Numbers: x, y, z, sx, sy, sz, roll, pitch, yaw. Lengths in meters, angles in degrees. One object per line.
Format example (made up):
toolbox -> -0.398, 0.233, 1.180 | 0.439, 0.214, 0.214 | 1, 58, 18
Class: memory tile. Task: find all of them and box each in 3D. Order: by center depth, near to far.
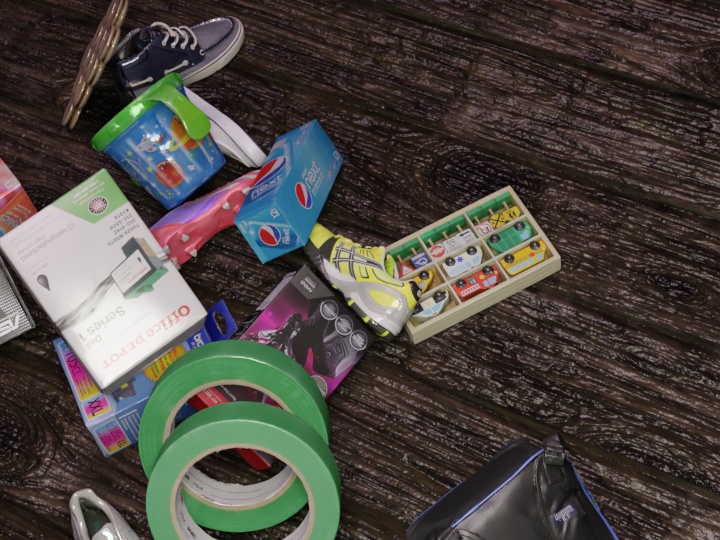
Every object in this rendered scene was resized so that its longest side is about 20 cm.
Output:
memory tile -> -0.344, -0.289, 1.851 | 0.017, 0.200, 0.154 | 23, 52, -19

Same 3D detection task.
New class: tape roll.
tape roll -> -0.119, 0.236, 1.443 | 0.199, 0.202, 0.048 | -8, 17, 5
tape roll -> -0.132, 0.176, 1.480 | 0.199, 0.202, 0.048 | -9, 19, 4

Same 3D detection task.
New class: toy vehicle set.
toy vehicle set -> 0.122, -0.009, 1.661 | 0.199, 0.027, 0.125 | -27, 56, -8

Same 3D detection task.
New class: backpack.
backpack -> 0.161, 0.286, 1.370 | 0.183, 0.147, 0.200 | -38, 99, -13

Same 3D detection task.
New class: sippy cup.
sippy cup -> -0.241, -0.153, 1.735 | 0.139, 0.178, 0.131 | -38, 98, 4

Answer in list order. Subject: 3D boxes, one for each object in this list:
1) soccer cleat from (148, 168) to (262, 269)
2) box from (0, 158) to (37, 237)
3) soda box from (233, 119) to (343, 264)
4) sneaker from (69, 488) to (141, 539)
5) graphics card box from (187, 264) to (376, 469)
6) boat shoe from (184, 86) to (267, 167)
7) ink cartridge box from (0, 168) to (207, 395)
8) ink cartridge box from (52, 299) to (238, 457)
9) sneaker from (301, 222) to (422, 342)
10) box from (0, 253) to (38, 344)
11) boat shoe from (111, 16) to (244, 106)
soccer cleat -> -0.183, -0.075, 1.743 | 0.199, 0.067, 0.076 | -35, 46, -13
box -> -0.507, -0.114, 1.805 | 0.102, 0.095, 0.200 | -35, 57, -12
soda box -> -0.084, -0.098, 1.681 | 0.064, 0.068, 0.200 | -23, 26, 27
sneaker -> -0.254, 0.313, 1.482 | 0.070, 0.080, 0.200 | -36, 59, -17
graphics card box -> -0.090, 0.107, 1.569 | 0.126, 0.051, 0.200 | 46, 67, -12
boat shoe -> -0.202, -0.177, 1.816 | 0.200, 0.074, 0.065 | 36, 84, 32
ink cartridge box -> -0.280, 0.015, 1.539 | 0.146, 0.084, 0.200 | -36, 88, -13
ink cartridge box -> -0.236, 0.105, 1.622 | 0.199, 0.077, 0.137 | -25, 56, -9
sneaker -> 0.000, 0.000, 1.636 | 0.076, 0.075, 0.200 | -44, 55, -1
box -> -0.519, 0.027, 1.680 | 0.199, 0.048, 0.194 | -26, 92, -9
boat shoe -> -0.247, -0.301, 1.885 | 0.200, 0.093, 0.075 | -38, 58, -15
